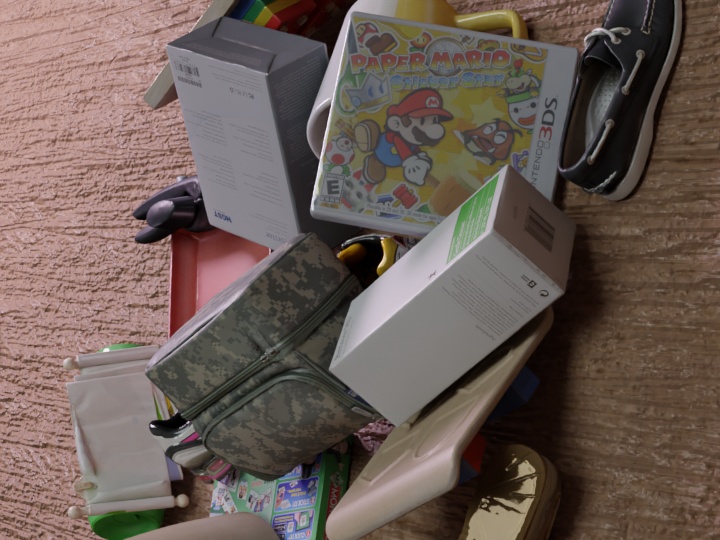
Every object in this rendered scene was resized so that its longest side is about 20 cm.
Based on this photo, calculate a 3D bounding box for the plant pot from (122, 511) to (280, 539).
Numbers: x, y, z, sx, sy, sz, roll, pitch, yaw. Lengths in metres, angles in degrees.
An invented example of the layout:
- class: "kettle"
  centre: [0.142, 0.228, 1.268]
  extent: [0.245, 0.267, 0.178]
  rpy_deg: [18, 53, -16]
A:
- class: "plant pot"
  centre: [-0.189, 0.314, 1.711]
  extent: [0.187, 0.199, 0.188]
  rpy_deg: [-6, 82, 55]

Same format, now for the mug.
- class: "mug"
  centre: [0.053, -0.173, 1.723]
  extent: [0.150, 0.186, 0.154]
  rpy_deg: [97, -179, -57]

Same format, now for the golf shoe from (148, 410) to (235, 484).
- class: "golf shoe"
  centre: [-0.116, 0.108, 1.820]
  extent: [0.200, 0.092, 0.073]
  rpy_deg: [-51, 22, 2]

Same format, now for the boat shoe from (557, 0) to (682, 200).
- class: "boat shoe"
  centre: [0.203, -0.159, 1.518]
  extent: [0.074, 0.060, 0.201]
  rpy_deg: [5, 78, 59]

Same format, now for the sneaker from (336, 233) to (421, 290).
- class: "sneaker"
  centre: [0.000, 0.000, 1.730]
  extent: [0.200, 0.082, 0.078]
  rpy_deg: [-18, 59, 53]

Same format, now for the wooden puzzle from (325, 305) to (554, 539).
- class: "wooden puzzle"
  centre: [0.071, 0.129, 1.525]
  extent: [0.185, 0.046, 0.200]
  rpy_deg: [-37, 15, 49]

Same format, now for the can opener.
- class: "can opener"
  centre: [-0.203, -0.067, 2.037]
  extent: [0.200, 0.078, 0.064]
  rpy_deg: [169, 108, -65]

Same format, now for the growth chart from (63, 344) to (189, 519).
- class: "growth chart"
  centre: [-0.237, 0.163, 1.967]
  extent: [0.018, 0.144, 0.201]
  rpy_deg: [117, 149, -53]

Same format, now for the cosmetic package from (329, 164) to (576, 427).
- class: "cosmetic package"
  centre: [0.075, 0.023, 1.536]
  extent: [0.200, 0.085, 0.108]
  rpy_deg: [-41, 17, 30]

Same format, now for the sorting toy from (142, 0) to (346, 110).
- class: "sorting toy"
  centre: [-0.098, -0.243, 1.939]
  extent: [0.070, 0.199, 0.200]
  rpy_deg: [46, 126, 6]

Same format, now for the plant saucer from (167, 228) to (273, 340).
- class: "plant saucer"
  centre: [-0.135, 0.001, 1.985]
  extent: [0.199, 0.037, 0.201]
  rpy_deg: [-35, 45, 44]

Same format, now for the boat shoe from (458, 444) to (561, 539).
- class: "boat shoe"
  centre: [0.102, 0.233, 1.463]
  extent: [0.074, 0.069, 0.201]
  rpy_deg: [30, 93, 34]

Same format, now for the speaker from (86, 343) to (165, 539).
- class: "speaker"
  centre: [-0.249, 0.182, 2.015]
  extent: [0.088, 0.088, 0.201]
  rpy_deg: [-39, 44, 41]

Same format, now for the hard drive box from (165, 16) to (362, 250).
- class: "hard drive box"
  centre: [-0.092, -0.126, 1.811]
  extent: [0.156, 0.077, 0.201]
  rpy_deg: [22, 133, 44]

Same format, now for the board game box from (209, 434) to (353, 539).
- class: "board game box"
  centre: [-0.082, 0.225, 1.789]
  extent: [0.200, 0.029, 0.135]
  rpy_deg: [-18, 60, 53]

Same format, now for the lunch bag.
- class: "lunch bag"
  centre: [-0.066, 0.085, 1.673]
  extent: [0.200, 0.168, 0.139]
  rpy_deg: [-36, 8, 43]

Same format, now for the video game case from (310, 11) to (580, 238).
- class: "video game case"
  centre: [0.072, -0.116, 1.597]
  extent: [0.023, 0.199, 0.183]
  rpy_deg: [75, -155, -76]
